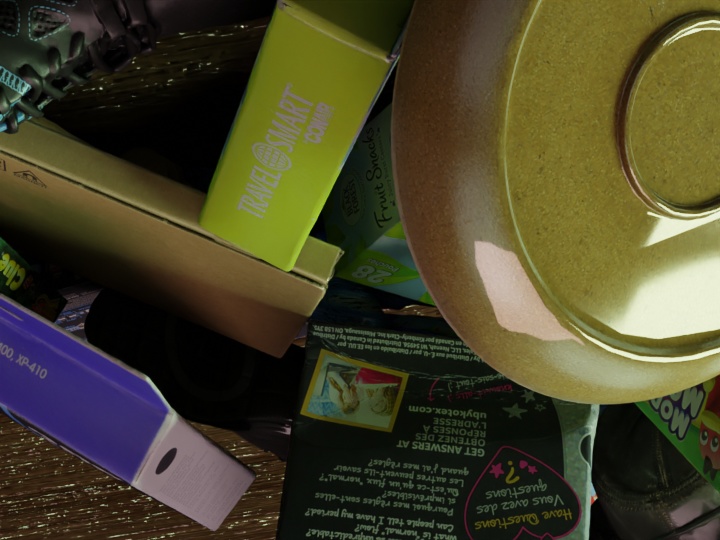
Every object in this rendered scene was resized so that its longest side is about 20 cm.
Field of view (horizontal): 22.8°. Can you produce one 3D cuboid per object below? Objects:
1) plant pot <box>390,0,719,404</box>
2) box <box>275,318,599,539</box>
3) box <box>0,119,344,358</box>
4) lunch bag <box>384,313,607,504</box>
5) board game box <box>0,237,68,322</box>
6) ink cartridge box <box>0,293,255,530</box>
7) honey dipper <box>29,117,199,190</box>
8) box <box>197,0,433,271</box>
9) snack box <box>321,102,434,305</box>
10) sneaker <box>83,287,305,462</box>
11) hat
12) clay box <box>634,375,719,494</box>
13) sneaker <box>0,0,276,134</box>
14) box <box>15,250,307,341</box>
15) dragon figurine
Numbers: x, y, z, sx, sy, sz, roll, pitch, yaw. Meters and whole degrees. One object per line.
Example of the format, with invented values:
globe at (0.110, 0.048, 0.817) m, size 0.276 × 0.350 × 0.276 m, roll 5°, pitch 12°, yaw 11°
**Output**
plant pot at (0.101, -0.050, 0.565) m, size 0.200 × 0.200 × 0.027 m, roll 5°, pitch -170°, yaw -31°
box at (0.031, 0.126, 0.811) m, size 0.132 × 0.115 × 0.200 m, roll 7°, pitch 148°, yaw 1°
box at (-0.114, -0.020, 0.784) m, size 0.200 × 0.021 × 0.163 m, roll 22°, pitch 165°, yaw -4°
lunch bag at (0.094, 0.065, 0.981) m, size 0.150 × 0.094 × 0.200 m, roll 12°, pitch 167°, yaw 26°
board game box at (-0.204, -0.031, 0.770) m, size 0.105 × 0.023 × 0.200 m, roll 28°, pitch 168°, yaw 19°
ink cartridge box at (-0.158, 0.043, 0.813) m, size 0.198 × 0.043 × 0.200 m, roll 28°, pitch 168°, yaw 17°
honey dipper at (-0.138, -0.058, 0.814) m, size 0.038 × 0.038 × 0.200 m, roll -18°, pitch 155°, yaw 26°
box at (-0.002, -0.092, 0.638) m, size 0.048 × 0.122 × 0.200 m, roll 26°, pitch 154°, yaw -3°
snack box at (0.106, -0.052, 0.803) m, size 0.169 × 0.068 × 0.200 m, roll 16°, pitch 140°, yaw -35°
sneaker at (-0.049, 0.064, 0.918) m, size 0.200 × 0.076 × 0.091 m, roll 23°, pitch 157°, yaw -1°
hat at (0.155, 0.087, 0.829) m, size 0.201 × 0.201 × 0.081 m, roll -24°, pitch 112°, yaw 37°
clay box at (0.175, 0.050, 0.740) m, size 0.115 × 0.200 × 0.048 m, roll 5°, pitch 115°, yaw -27°
sneaker at (-0.119, -0.088, 0.667) m, size 0.200 × 0.082 × 0.073 m, roll -8°, pitch 158°, yaw -3°
box at (-0.144, 0.019, 0.997) m, size 0.200 × 0.046 × 0.159 m, roll -16°, pitch 157°, yaw 19°
dragon figurine at (0.000, 0.000, 0.884) m, size 0.200 × 0.059 × 0.099 m, roll 24°, pitch -164°, yaw -5°
